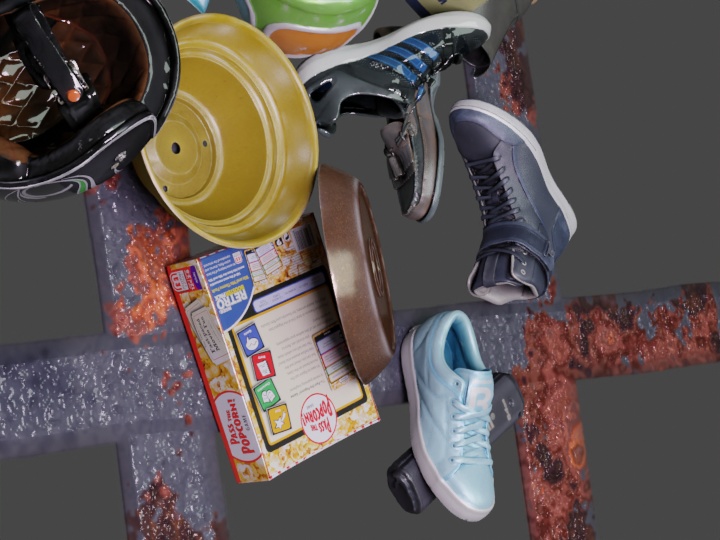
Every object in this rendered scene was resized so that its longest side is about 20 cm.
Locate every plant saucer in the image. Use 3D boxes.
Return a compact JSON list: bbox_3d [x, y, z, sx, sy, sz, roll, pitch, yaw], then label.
[{"bbox_3d":[0.000,0.000,1.616,0.200,0.034,0.201,-12,90,-85],"label":"plant saucer"}]

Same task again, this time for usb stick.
[{"bbox_3d":[0.094,0.164,1.757,0.200,0.033,0.056,-37,104,-43],"label":"usb stick"}]

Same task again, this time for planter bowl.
[{"bbox_3d":[-0.135,-0.111,1.552,0.200,0.083,0.201,12,72,-42],"label":"planter bowl"}]

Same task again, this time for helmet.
[{"bbox_3d":[-0.239,-0.146,1.380,0.191,0.200,0.201,-76,145,-79],"label":"helmet"}]

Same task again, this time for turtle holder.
[{"bbox_3d":[-0.062,-0.275,1.628,0.141,0.132,0.186,-27,67,-32],"label":"turtle holder"}]

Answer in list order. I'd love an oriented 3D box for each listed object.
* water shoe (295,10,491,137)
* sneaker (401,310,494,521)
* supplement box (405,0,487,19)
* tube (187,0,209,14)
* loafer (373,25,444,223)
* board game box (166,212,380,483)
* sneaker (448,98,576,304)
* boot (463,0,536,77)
[{"bbox_3d":[0.037,-0.178,1.700,0.199,0.072,0.079,-19,72,-12],"label":"water shoe"},{"bbox_3d":[0.091,0.130,1.694,0.074,0.082,0.200,-2,64,-34],"label":"sneaker"},{"bbox_3d":[0.086,-0.359,1.696,0.200,0.200,0.134,46,66,-9],"label":"supplement box"},{"bbox_3d":[-0.131,-0.330,1.635,0.077,0.050,0.200,36,63,-29],"label":"tube"},{"bbox_3d":[0.039,-0.142,1.756,0.063,0.072,0.201,9,67,-23],"label":"loafer"},{"bbox_3d":[-0.074,0.066,1.602,0.151,0.046,0.201,-23,98,-45],"label":"board game box"},{"bbox_3d":[0.136,-0.060,1.815,0.202,0.077,0.146,52,48,-26],"label":"sneaker"},{"bbox_3d":[0.104,-0.310,1.844,0.200,0.077,0.139,46,58,-27],"label":"boot"}]
